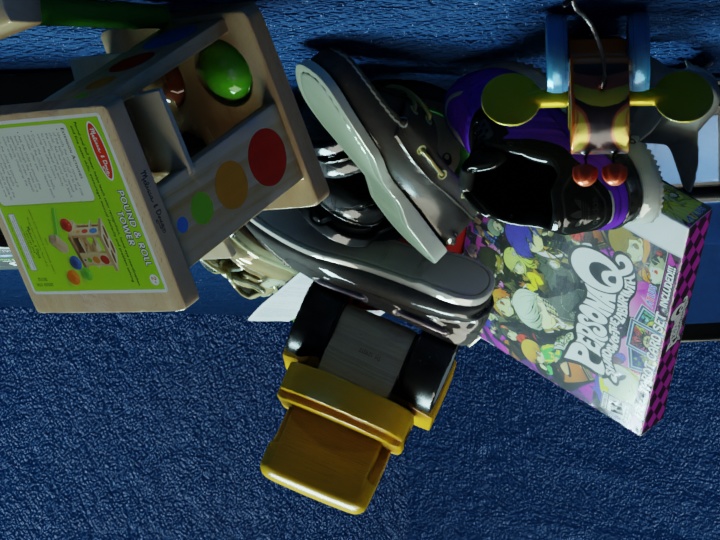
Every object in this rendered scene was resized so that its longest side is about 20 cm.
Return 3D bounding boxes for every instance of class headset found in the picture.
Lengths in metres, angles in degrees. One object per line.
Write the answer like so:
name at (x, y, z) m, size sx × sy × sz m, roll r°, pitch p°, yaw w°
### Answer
headset at (-0.012, -0.064, 1.639) m, size 0.199 × 0.124 × 0.094 m, roll -6°, pitch -140°, yaw -7°

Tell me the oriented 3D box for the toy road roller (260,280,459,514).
toy road roller at (-0.010, 0.103, 1.763) m, size 0.123 × 0.146 × 0.200 m, roll 23°, pitch 172°, yaw 5°

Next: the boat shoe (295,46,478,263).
boat shoe at (0.022, -0.087, 1.568) m, size 0.072 × 0.061 × 0.201 m, roll 43°, pitch 172°, yaw 43°

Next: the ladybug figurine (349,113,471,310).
ladybug figurine at (0.021, -0.039, 1.765) m, size 0.135 × 0.072 × 0.200 m, roll 16°, pitch 132°, yaw -4°

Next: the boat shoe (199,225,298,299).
boat shoe at (-0.083, -0.007, 1.806) m, size 0.063 × 0.073 × 0.200 m, roll -45°, pitch 171°, yaw 2°

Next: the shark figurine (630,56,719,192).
shark figurine at (0.214, -0.099, 1.605) m, size 0.128 × 0.090 × 0.214 m, roll -2°, pitch 177°, yaw -2°

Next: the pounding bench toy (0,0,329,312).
pounding bench toy at (-0.129, -0.100, 1.343) m, size 0.124 × 0.201 × 0.156 m, roll -2°, pitch -153°, yaw 41°

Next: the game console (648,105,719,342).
game console at (0.212, -0.038, 1.753) m, size 0.199 × 0.119 × 0.173 m, roll -3°, pitch 147°, yaw 7°

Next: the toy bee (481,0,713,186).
toy bee at (0.134, -0.102, 1.406) m, size 0.131 × 0.109 × 0.200 m, roll -1°, pitch 176°, yaw 25°

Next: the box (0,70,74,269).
box at (-0.271, -0.066, 1.647) m, size 0.199 × 0.125 × 0.149 m, roll -3°, pitch 175°, yaw 3°

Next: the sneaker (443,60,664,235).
sneaker at (0.096, -0.076, 1.516) m, size 0.099 × 0.070 × 0.200 m, roll -19°, pitch -149°, yaw -28°

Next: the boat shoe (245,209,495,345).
boat shoe at (0.000, 0.000, 1.701) m, size 0.199 × 0.057 × 0.067 m, roll 22°, pitch -140°, yaw 12°

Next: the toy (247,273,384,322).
toy at (-0.002, -0.007, 1.937) m, size 0.115 × 0.047 × 0.200 m, roll 4°, pitch 153°, yaw -28°

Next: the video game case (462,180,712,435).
video game case at (0.156, -0.002, 1.707) m, size 0.181 × 0.200 × 0.036 m, roll 33°, pitch -134°, yaw 27°

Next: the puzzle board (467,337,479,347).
puzzle board at (0.178, -0.024, 2.016) m, size 0.200 × 0.017 × 0.151 m, roll -44°, pitch 179°, yaw 37°
